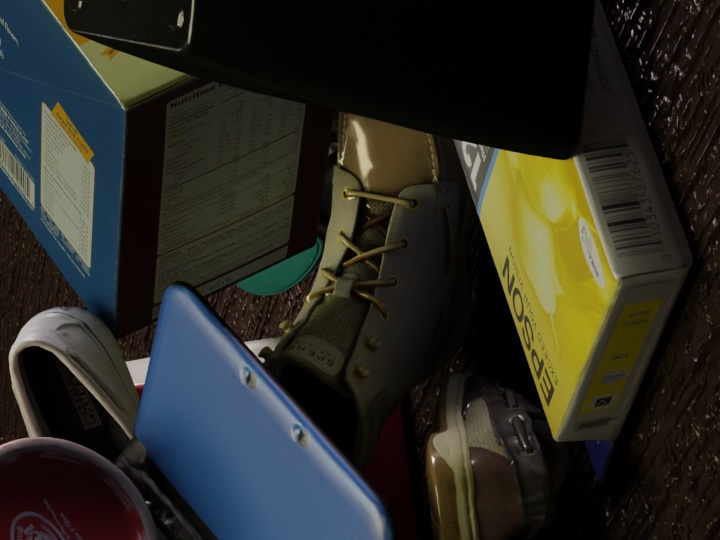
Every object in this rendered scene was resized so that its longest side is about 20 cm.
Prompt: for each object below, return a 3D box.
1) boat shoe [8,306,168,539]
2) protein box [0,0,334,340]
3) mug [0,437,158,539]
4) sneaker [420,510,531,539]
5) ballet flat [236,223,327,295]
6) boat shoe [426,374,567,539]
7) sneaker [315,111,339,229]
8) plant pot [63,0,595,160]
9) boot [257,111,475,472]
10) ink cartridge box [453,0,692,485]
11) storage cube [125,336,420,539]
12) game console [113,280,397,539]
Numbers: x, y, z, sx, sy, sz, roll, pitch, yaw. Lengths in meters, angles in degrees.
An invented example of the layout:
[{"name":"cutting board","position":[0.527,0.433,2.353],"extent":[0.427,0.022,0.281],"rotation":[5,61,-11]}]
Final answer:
[{"name":"boat shoe","position":[-0.131,0.117,1.554],"extent":[0.200,0.073,0.065],"rotation":[58,-162,-5]},{"name":"protein box","position":[-0.123,-0.114,1.563],"extent":[0.199,0.135,0.200],"rotation":[52,153,26]},{"name":"mug","position":[-0.209,0.168,1.505],"extent":[0.200,0.177,0.134],"rotation":[-47,17,48]},{"name":"sneaker","position":[0.064,0.194,1.503],"extent":[0.200,0.078,0.140],"rotation":[-114,20,-45]},{"name":"ballet flat","position":[-0.041,-0.051,1.841],"extent":[0.200,0.067,0.062],"rotation":[117,170,-60]},{"name":"boat shoe","position":[0.068,0.096,1.430],"extent":[0.200,0.065,0.073],"rotation":[-72,-21,-76]},{"name":"sneaker","position":[-0.014,-0.107,1.640],"extent":[0.089,0.074,0.200],"rotation":[97,159,-51]},{"name":"plant pot","position":[-0.021,-0.162,1.287],"extent":[0.200,0.177,0.200],"rotation":[19,105,61]},{"name":"boot","position":[0.000,0.000,1.498],"extent":[0.155,0.072,0.200],"rotation":[-51,-36,-48]},{"name":"ink cartridge box","position":[0.086,-0.029,1.362],"extent":[0.200,0.047,0.198],"rotation":[108,150,-55]},{"name":"storage cube","position":[-0.069,0.140,1.800],"extent":[0.200,0.171,0.180],"rotation":[-168,71,-75]},{"name":"game console","position":[-0.022,0.121,1.454],"extent":[0.118,0.171,0.200],"rotation":[-52,53,12]}]
